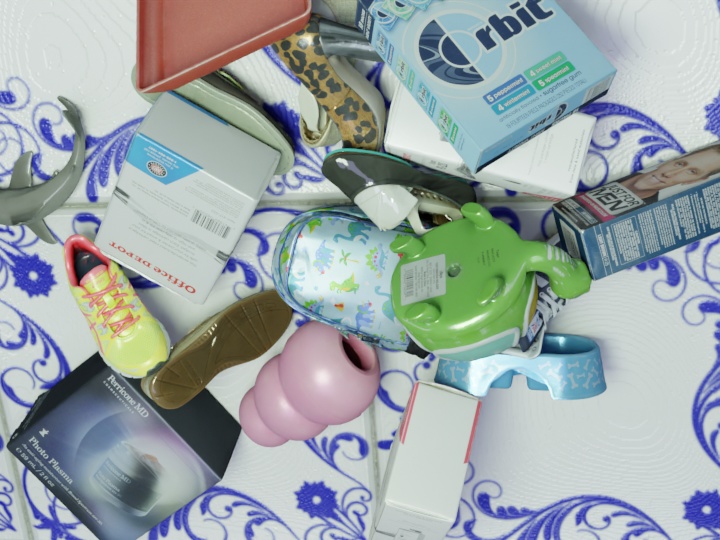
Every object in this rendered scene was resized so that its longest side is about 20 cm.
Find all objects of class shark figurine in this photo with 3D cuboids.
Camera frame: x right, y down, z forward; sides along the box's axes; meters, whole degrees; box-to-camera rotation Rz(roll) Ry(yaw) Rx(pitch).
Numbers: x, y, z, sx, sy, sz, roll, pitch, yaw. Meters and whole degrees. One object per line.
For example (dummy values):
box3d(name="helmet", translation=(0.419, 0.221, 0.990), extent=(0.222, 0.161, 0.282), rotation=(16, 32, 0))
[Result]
box3d(name="shark figurine", translation=(-0.369, -0.091, 1.362), extent=(0.213, 0.090, 0.129), rotation=(-33, 108, 24))

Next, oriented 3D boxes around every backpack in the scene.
box3d(name="backpack", translation=(0.000, 0.000, 1.323), extent=(0.197, 0.154, 0.166), rotation=(20, 102, 14))

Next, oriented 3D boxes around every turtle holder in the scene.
box3d(name="turtle holder", translation=(0.126, 0.015, 1.214), extent=(0.185, 0.141, 0.132), rotation=(-38, 136, 0))

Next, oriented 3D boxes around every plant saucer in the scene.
box3d(name="plant saucer", translation=(-0.135, -0.278, 1.194), extent=(0.197, 0.202, 0.037), rotation=(-21, 142, 18))

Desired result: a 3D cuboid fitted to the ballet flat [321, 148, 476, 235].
box3d(name="ballet flat", translation=(0.049, -0.075, 1.232), extent=(0.198, 0.069, 0.068), rotation=(9, 150, -35))

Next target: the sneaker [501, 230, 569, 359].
box3d(name="sneaker", translation=(0.209, 0.024, 1.300), extent=(0.198, 0.109, 0.070), rotation=(-24, 130, 15))

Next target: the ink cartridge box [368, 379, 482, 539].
box3d(name="ink cartridge box", translation=(0.071, 0.235, 1.368), extent=(0.081, 0.148, 0.201), rotation=(15, 154, 2))

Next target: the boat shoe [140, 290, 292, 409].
box3d(name="boat shoe", translation=(-0.171, 0.084, 1.392), extent=(0.199, 0.064, 0.072), rotation=(-33, 111, -21))

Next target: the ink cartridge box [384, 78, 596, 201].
box3d(name="ink cartridge box", translation=(0.126, -0.136, 1.219), extent=(0.197, 0.146, 0.086), rotation=(16, 91, 2))

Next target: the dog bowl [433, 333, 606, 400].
box3d(name="dog bowl", translation=(0.183, 0.105, 1.359), extent=(0.196, 0.112, 0.050), rotation=(3, 102, 8))

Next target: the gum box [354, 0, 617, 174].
box3d(name="gum box", translation=(0.118, -0.215, 1.143), extent=(0.201, 0.169, 0.045), rotation=(53, 160, 19))

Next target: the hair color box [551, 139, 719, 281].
box3d(name="hair color box", translation=(0.308, -0.065, 1.229), extent=(0.197, 0.100, 0.061), rotation=(-21, 111, -3))

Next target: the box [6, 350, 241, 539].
box3d(name="box", translation=(-0.290, 0.206, 1.471), extent=(0.197, 0.124, 0.200), rotation=(-36, 106, 21))

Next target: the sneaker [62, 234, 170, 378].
box3d(name="sneaker", translation=(-0.288, 0.038, 1.352), extent=(0.078, 0.200, 0.091), rotation=(-35, 152, -13))

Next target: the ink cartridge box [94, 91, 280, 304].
box3d(name="ink cartridge box", translation=(-0.193, -0.075, 1.307), extent=(0.145, 0.087, 0.201), rotation=(29, 139, -6))

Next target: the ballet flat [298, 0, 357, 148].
box3d(name="ballet flat", translation=(-0.038, -0.224, 1.250), extent=(0.067, 0.062, 0.203), rotation=(16, 120, 32))

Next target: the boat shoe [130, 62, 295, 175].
box3d(name="boat shoe", translation=(-0.151, -0.180, 1.297), extent=(0.200, 0.061, 0.072), rotation=(33, 127, -9))

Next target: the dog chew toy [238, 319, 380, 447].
box3d(name="dog chew toy", translation=(-0.069, 0.143, 1.412), extent=(0.199, 0.125, 0.125), rotation=(-36, 106, 31))

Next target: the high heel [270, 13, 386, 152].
box3d(name="high heel", translation=(-0.041, -0.171, 1.230), extent=(0.140, 0.072, 0.202), rotation=(11, 129, -5))
